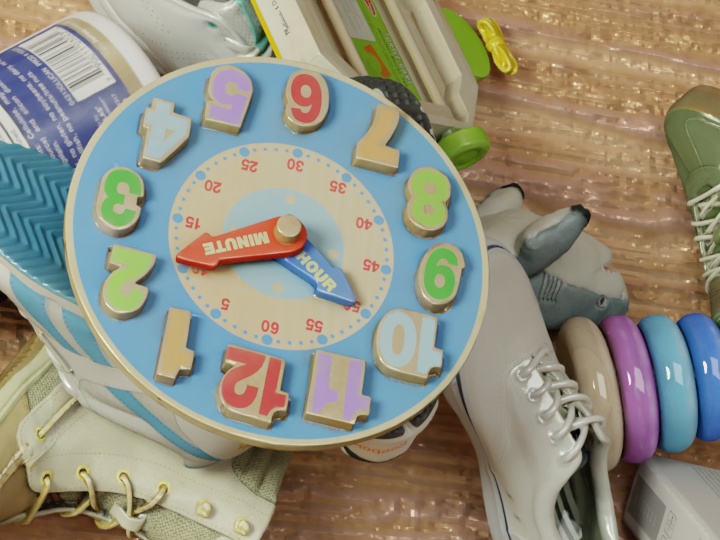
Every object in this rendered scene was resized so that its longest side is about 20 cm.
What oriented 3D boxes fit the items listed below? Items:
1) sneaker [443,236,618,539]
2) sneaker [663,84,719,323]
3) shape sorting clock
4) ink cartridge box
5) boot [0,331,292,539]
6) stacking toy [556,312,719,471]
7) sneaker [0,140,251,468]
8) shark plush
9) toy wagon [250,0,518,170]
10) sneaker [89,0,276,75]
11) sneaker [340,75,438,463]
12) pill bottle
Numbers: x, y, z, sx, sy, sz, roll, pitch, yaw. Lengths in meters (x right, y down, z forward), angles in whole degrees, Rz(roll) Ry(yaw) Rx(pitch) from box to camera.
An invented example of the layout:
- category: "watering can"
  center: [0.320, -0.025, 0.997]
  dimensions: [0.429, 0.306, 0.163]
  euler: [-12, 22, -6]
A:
- category: "sneaker"
  center: [0.093, 0.072, 1.140]
  dimensions: [0.073, 0.070, 0.201]
  euler: [-40, 124, -35]
- category: "sneaker"
  center: [0.227, -0.006, 1.269]
  dimensions: [0.090, 0.067, 0.201]
  euler: [-37, 89, -32]
- category: "shape sorting clock"
  center: [-0.036, -0.012, 1.014]
  dimensions: [0.198, 0.039, 0.202]
  euler: [6, 65, -13]
- category: "ink cartridge box"
  center: [0.248, 0.162, 1.150]
  dimensions: [0.175, 0.200, 0.045]
  euler: [12, 103, -13]
- category: "boot"
  center: [-0.125, 0.112, 1.089]
  dimensions: [0.154, 0.072, 0.200]
  euler: [38, 44, -6]
- category: "stacking toy"
  center: [0.210, 0.052, 1.206]
  dimensions: [0.198, 0.085, 0.086]
  euler: [-10, 73, -4]
- category: "sneaker"
  center: [-0.126, 0.021, 1.049]
  dimensions: [0.200, 0.081, 0.077]
  euler: [39, 43, -7]
- category: "shark plush"
  center: [0.057, 0.024, 1.205]
  dimensions: [0.199, 0.091, 0.084]
  euler: [-28, 111, -30]
- category: "toy wagon"
  center: [0.018, -0.125, 1.220]
  dimensions: [0.199, 0.039, 0.156]
  euler: [5, 56, -56]
- category: "sneaker"
  center: [-0.064, -0.117, 1.200]
  dimensions: [0.200, 0.089, 0.075]
  euler: [40, 62, -2]
- category: "sneaker"
  center: [0.000, 0.000, 1.088]
  dimensions: [0.073, 0.080, 0.202]
  euler: [2, 66, -3]
- category: "pill bottle"
  center: [-0.194, -0.040, 1.114]
  dimensions: [0.199, 0.111, 0.111]
  euler: [-32, 83, -26]
